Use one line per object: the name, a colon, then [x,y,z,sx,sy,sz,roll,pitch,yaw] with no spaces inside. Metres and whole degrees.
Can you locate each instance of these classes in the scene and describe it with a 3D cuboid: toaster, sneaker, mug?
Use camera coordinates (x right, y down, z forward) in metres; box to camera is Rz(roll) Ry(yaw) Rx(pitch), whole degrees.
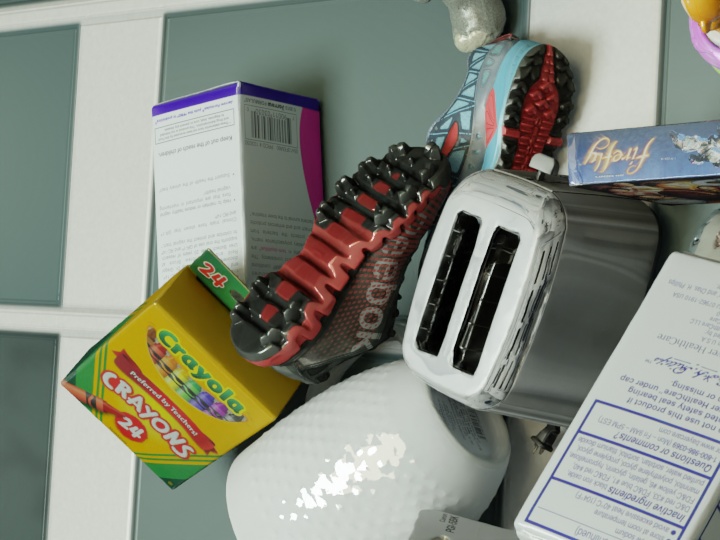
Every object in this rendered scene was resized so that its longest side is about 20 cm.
toaster: [0.111,0.023,1.125,0.113,0.129,0.202,27,101,44]
sneaker: [0.087,-0.073,1.210,0.095,0.079,0.201,29,98,52]
sneaker: [0.000,0.000,1.175,0.201,0.098,0.071,-49,42,-3]
mug: [0.011,0.126,1.205,0.175,0.147,0.201,-38,42,27]

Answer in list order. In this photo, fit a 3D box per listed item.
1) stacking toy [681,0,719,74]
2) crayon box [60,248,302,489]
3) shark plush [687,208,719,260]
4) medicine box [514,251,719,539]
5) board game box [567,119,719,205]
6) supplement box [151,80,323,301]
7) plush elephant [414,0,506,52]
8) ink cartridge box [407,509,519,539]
stacking toy: [0.241,-0.149,0.998,0.109,0.199,0.117,-2,85,38]
crayon box: [-0.131,0.078,1.260,0.127,0.051,0.200,44,137,-7]
shark plush: [0.214,0.061,1.113,0.084,0.090,0.201,-118,35,-47]
medicine box: [0.203,0.127,0.967,0.102,0.183,0.201,17,63,39]
board game box: [0.247,-0.067,1.028,0.199,0.135,0.035,-2,85,39]
supplement box: [-0.095,-0.036,1.323,0.103,0.101,0.202,-10,79,38]
plush elephant: [0.062,-0.247,1.137,0.164,0.155,0.200,-37,104,27]
ink cartridge box: [0.053,0.275,1.062,0.082,0.147,0.202,11,102,7]
